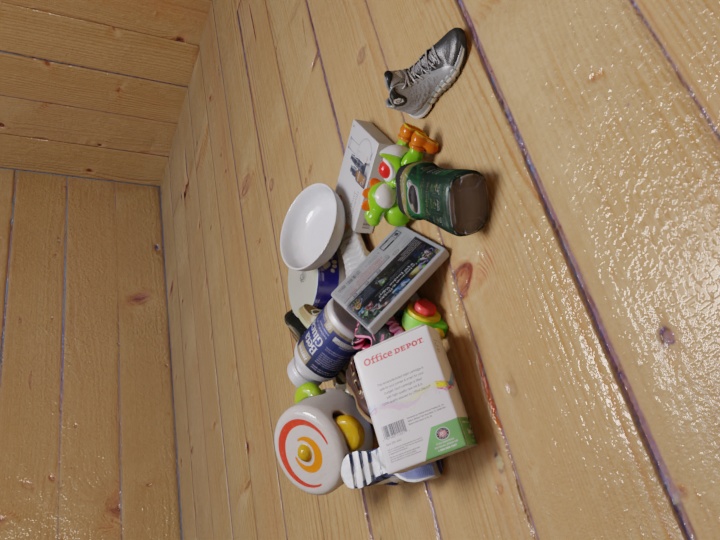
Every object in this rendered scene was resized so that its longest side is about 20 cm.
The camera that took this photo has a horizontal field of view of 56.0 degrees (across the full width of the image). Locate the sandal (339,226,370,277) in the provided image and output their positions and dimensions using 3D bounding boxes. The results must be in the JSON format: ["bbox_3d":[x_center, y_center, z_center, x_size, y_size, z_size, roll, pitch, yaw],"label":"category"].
[{"bbox_3d":[0.005,-0.003,1.466,0.082,0.049,0.207,-33,58,38],"label":"sandal"}]

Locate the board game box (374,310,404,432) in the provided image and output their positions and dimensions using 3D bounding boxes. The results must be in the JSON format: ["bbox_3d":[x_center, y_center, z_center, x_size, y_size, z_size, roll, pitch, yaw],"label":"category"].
[{"bbox_3d":[0.060,0.203,1.337,0.151,0.036,0.205,-44,47,53],"label":"board game box"}]

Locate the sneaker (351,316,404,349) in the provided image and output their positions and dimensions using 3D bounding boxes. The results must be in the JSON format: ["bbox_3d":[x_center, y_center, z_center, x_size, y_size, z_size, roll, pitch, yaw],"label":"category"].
[{"bbox_3d":[0.017,0.105,1.279,0.201,0.094,0.080,55,171,52],"label":"sneaker"}]

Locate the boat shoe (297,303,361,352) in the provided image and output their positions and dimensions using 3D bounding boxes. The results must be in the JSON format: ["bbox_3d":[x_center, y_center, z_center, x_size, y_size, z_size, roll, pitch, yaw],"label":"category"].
[{"bbox_3d":[-0.061,0.124,1.509,0.199,0.072,0.064,37,112,34],"label":"boat shoe"}]

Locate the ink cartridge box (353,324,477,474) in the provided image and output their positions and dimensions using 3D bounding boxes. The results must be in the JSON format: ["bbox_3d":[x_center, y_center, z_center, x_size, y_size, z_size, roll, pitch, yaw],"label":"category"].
[{"bbox_3d":[0.090,0.213,1.121,0.142,0.084,0.204,-24,70,16],"label":"ink cartridge box"}]

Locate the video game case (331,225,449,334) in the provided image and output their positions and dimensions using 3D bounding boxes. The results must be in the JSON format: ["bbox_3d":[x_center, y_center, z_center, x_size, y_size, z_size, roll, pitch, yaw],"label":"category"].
[{"bbox_3d":[0.051,0.010,1.268,0.200,0.023,0.181,-45,30,-6],"label":"video game case"}]

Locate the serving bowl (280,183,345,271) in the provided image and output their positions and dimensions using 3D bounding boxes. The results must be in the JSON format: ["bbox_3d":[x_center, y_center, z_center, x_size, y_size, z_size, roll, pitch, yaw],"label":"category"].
[{"bbox_3d":[-0.098,-0.090,1.532,0.198,0.065,0.205,-23,57,40],"label":"serving bowl"}]

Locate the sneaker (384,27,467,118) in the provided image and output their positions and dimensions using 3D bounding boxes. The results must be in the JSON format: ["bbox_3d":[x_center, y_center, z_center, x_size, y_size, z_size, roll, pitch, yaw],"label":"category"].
[{"bbox_3d":[0.105,-0.360,1.233,0.201,0.113,0.077,-55,41,46],"label":"sneaker"}]

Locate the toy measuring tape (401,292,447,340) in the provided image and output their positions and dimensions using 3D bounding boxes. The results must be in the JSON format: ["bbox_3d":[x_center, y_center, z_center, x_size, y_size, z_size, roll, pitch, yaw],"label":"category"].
[{"bbox_3d":[0.094,0.071,1.250,0.200,0.072,0.075,51,131,53],"label":"toy measuring tape"}]

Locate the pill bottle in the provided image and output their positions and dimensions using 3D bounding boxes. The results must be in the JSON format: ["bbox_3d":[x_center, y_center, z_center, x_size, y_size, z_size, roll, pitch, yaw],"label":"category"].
[{"bbox_3d":[-0.070,0.159,1.410,0.201,0.109,0.112,-52,41,28],"label":"pill bottle"}]

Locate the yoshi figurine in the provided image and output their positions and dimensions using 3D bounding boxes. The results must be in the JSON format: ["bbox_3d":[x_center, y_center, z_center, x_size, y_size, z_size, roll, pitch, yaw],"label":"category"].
[{"bbox_3d":[0.083,-0.170,1.309,0.111,0.112,0.203,34,108,14],"label":"yoshi figurine"}]

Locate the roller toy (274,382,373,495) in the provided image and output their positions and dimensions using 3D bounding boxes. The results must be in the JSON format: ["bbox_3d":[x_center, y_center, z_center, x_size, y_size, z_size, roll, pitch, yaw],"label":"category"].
[{"bbox_3d":[-0.075,0.344,1.356,0.196,0.139,0.187,19,111,29],"label":"roller toy"}]

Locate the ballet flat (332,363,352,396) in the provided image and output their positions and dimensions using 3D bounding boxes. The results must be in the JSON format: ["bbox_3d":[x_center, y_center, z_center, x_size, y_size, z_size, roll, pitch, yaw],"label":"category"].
[{"bbox_3d":[-0.019,0.259,1.457,0.200,0.068,0.071,47,127,55],"label":"ballet flat"}]

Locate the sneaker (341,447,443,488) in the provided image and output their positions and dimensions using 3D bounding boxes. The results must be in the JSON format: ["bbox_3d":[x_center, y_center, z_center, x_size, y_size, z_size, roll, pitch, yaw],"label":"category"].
[{"bbox_3d":[0.071,0.354,1.254,0.196,0.114,0.083,-19,70,30],"label":"sneaker"}]

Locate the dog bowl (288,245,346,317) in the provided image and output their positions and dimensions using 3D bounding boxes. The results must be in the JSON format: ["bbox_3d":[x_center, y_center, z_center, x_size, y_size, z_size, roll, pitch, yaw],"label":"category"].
[{"bbox_3d":[-0.108,0.018,1.651,0.199,0.077,0.206,-16,72,62],"label":"dog bowl"}]

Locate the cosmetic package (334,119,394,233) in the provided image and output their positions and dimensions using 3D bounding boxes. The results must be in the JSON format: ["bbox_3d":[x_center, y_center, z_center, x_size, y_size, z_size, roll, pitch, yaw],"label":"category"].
[{"bbox_3d":[0.005,-0.208,1.487,0.151,0.050,0.204,-124,45,-54],"label":"cosmetic package"}]

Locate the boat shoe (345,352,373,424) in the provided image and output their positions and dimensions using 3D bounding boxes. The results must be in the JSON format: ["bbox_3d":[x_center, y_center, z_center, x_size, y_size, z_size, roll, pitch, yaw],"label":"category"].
[{"bbox_3d":[0.020,0.226,1.296,0.200,0.069,0.072,-141,56,-59],"label":"boat shoe"}]

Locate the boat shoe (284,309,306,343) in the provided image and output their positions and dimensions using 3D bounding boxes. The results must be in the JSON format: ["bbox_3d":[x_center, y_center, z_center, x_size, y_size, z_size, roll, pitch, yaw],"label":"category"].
[{"bbox_3d":[-0.121,0.172,1.680,0.200,0.074,0.075,49,157,44],"label":"boat shoe"}]

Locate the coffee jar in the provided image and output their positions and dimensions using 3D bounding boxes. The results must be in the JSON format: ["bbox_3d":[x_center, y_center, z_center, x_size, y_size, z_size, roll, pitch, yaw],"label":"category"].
[{"bbox_3d":[0.135,-0.130,1.170,0.199,0.083,0.107,31,132,60],"label":"coffee jar"}]
